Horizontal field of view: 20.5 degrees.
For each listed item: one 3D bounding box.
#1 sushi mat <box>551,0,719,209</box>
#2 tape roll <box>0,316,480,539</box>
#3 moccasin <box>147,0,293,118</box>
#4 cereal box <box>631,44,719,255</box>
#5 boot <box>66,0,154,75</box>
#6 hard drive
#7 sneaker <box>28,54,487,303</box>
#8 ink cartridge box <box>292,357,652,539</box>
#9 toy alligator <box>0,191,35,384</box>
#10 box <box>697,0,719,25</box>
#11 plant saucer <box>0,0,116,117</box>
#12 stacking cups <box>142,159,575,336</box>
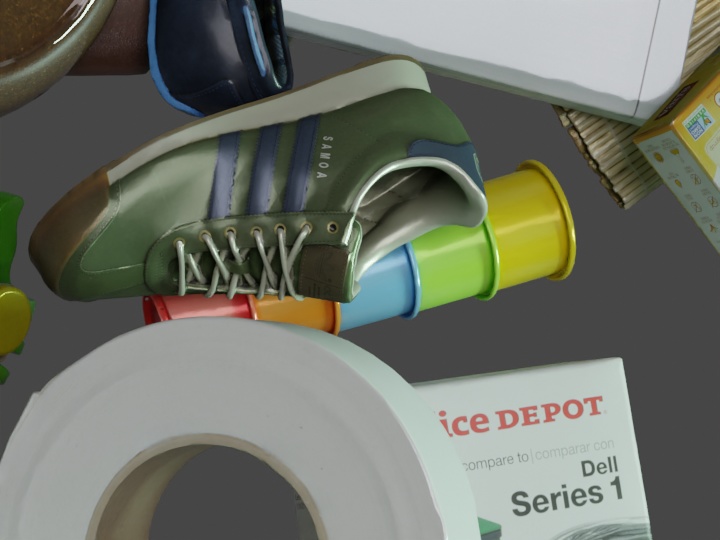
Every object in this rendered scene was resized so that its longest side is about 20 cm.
[{"bbox_3d":[0.181,-0.124,0.983,0.200,0.012,0.096,-35,99,-9],"label":"sushi mat"},{"bbox_3d":[-0.054,0.119,0.821,0.201,0.071,0.204,-1,87,15],"label":"tape roll"},{"bbox_3d":[-0.051,-0.169,0.892,0.080,0.068,0.201,-11,101,-63],"label":"moccasin"},{"bbox_3d":[0.238,-0.033,0.955,0.144,0.039,0.200,-45,101,-26],"label":"cereal box"},{"bbox_3d":[-0.167,-0.081,0.873,0.199,0.064,0.188,-9,95,-29],"label":"boot"},{"bbox_3d":[0.064,-0.155,0.942,0.199,0.027,0.133,13,86,-8],"label":"hard drive"},{"bbox_3d":[-0.035,-0.021,0.856,0.199,0.067,0.090,-25,59,-20],"label":"sneaker"},{"bbox_3d":[0.055,0.146,0.899,0.145,0.084,0.201,-8,85,-21],"label":"ink cartridge box"},{"bbox_3d":[-0.185,0.062,0.847,0.054,0.059,0.201,46,64,-51],"label":"toy alligator"},{"bbox_3d":[0.259,-0.176,1.045,0.156,0.041,0.201,37,71,-11],"label":"box"},{"bbox_3d":[-0.170,-0.155,0.806,0.199,0.034,0.202,-6,100,-35],"label":"plant saucer"},{"bbox_3d":[0.000,0.000,0.914,0.199,0.060,0.061,-15,87,-21],"label":"stacking cups"}]
